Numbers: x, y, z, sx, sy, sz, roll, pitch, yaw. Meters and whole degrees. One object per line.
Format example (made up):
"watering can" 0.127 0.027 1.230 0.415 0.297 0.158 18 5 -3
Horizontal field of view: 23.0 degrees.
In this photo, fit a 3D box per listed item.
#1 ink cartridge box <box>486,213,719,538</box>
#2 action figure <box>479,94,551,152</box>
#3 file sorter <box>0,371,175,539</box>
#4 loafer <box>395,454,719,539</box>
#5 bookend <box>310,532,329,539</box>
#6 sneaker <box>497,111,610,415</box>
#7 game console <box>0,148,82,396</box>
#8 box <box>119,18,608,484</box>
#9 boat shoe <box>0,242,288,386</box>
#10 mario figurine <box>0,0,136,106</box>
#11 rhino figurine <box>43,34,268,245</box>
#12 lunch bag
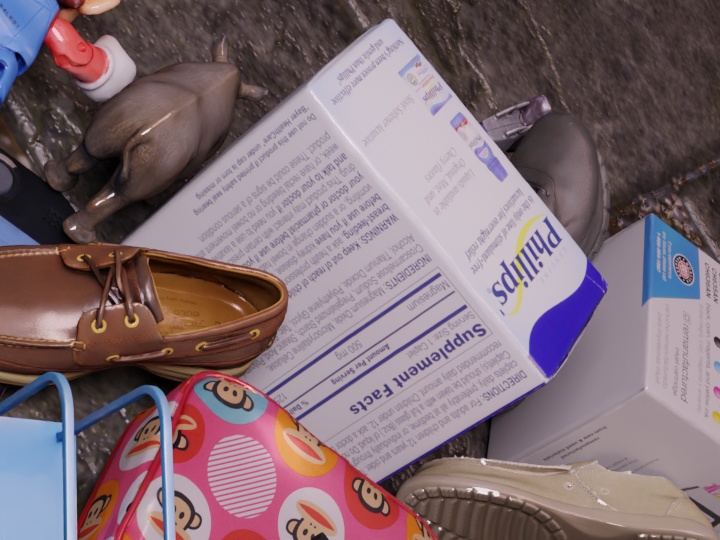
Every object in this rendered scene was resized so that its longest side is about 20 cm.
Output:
"ink cartridge box" 0.205 0.097 1.152 0.199 0.144 0.148 33 44 -24
"action figure" 0.046 -0.065 1.167 0.199 0.069 0.131 -14 86 -43
"file sorter" -0.189 0.110 0.749 0.199 0.122 0.140 10 65 -33
"loafer" 0.115 0.150 1.059 0.198 0.076 0.068 12 28 -7
"bookend" -0.074 0.229 0.748 0.092 0.199 0.199 55 5 -8
"sneaker" 0.094 -0.012 1.105 0.091 0.075 0.202 36 69 -50
"game console" -0.238 -0.010 0.881 0.177 0.031 0.201 41 42 -17
"box" 0.000 0.000 0.989 0.200 0.184 0.105 51 39 -6
"boat shoe" -0.127 0.014 0.891 0.199 0.068 0.073 5 62 -34
"mario figurine" -0.195 -0.130 0.957 0.200 0.105 0.124 -55 145 -43
"rhino figurine" -0.106 -0.083 1.003 0.060 0.087 0.200 48 25 -4
"lunch bag" -0.052 0.169 0.901 0.200 0.082 0.177 41 43 -17
